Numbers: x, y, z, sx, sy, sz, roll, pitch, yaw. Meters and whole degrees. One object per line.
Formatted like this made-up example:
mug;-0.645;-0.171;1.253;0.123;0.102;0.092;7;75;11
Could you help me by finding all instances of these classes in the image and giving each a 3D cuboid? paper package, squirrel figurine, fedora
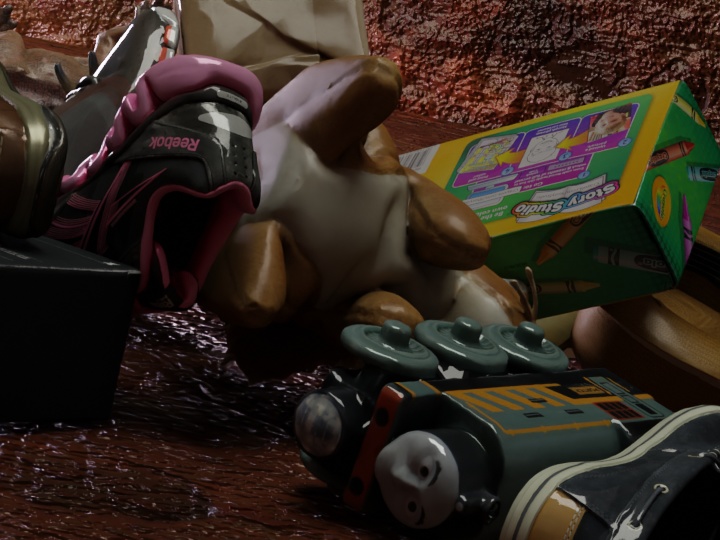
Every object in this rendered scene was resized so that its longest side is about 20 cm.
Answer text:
paper package;-0.054;-0.124;1.376;0.103;0.192;0.200;-6;-28;-6
squirrel figurine;0.000;0.000;1.205;0.186;0.142;0.199;33;-16;-30
fedora;0.186;0.042;1.362;0.200;0.082;0.201;25;27;-13

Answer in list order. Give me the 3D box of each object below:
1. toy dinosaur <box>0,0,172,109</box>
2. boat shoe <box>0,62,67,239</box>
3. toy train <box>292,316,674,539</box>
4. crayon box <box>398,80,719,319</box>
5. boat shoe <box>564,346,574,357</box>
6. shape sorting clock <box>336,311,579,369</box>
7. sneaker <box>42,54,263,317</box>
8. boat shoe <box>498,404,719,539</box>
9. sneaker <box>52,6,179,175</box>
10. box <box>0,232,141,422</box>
toy dinosaur;-0.186;-0.101;1.373;0.198;0.086;0.136;5;24;12
boat shoe;-0.204;-0.068;1.124;0.073;0.076;0.200;6;9;-29
toy train;0.060;0.076;1.072;0.114;0.086;0.199;30;18;35
crayon box;0.088;-0.028;1.297;0.199;0.058;0.119;-13;31;31
boat shoe;0.107;0.022;1.517;0.199;0.068;0.072;0;14;-32
shape sorting clock;0.035;0.019;1.419;0.198;0.039;0.200;0;28;0
sneaker;-0.110;-0.008;1.127;0.079;0.200;0.096;13;43;-35
boat shoe;0.132;0.105;1.005;0.062;0.075;0.199;23;18;30
sneaker;-0.159;-0.065;1.258;0.081;0.201;0.077;24;-24;-2
box;-0.224;0.008;1.092;0.199;0.079;0.141;18;11;35
